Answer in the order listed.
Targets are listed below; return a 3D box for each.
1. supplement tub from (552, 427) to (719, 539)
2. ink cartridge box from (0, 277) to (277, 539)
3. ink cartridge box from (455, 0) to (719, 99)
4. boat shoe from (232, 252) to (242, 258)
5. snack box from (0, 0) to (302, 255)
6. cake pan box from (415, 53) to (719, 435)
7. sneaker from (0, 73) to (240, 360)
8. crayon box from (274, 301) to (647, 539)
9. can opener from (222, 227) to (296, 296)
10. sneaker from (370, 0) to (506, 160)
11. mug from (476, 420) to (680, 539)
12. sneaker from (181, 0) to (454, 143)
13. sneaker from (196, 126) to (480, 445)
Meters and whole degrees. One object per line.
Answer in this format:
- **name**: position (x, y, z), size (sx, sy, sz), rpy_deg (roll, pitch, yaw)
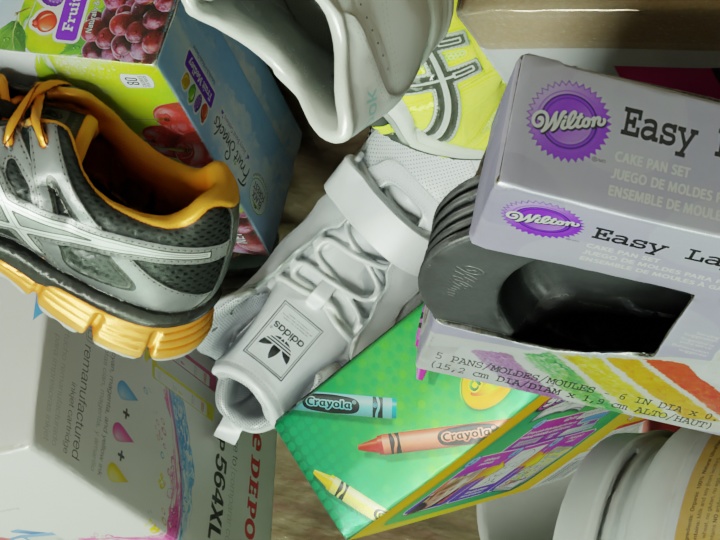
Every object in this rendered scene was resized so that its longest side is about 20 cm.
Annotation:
- **supplement tub**: position (0.186, 0.125, 1.122), size (0.200, 0.145, 0.145), rpy_deg (0, 154, 32)
- **ink cartridge box**: position (-0.125, 0.065, 1.255), size (0.125, 0.129, 0.200), rpy_deg (-13, 149, 28)
- **ink cartridge box**: position (0.146, -0.071, 1.037), size (0.164, 0.075, 0.200), rpy_deg (1, 156, 26)
- **boat shoe**: position (-0.139, -0.017, 1.309), size (0.202, 0.075, 0.075), rpy_deg (3, 134, 25)
- **snack box**: position (-0.142, -0.078, 1.201), size (0.200, 0.068, 0.169), rpy_deg (8, 157, 19)
- **cake pan box**: position (0.121, 0.003, 0.972), size (0.200, 0.052, 0.184), rpy_deg (14, 157, -4)
- **sneaker**: position (-0.135, -0.043, 1.116), size (0.200, 0.078, 0.077), rpy_deg (24, 127, -10)
- **crayon box**: position (0.069, 0.042, 1.195), size (0.119, 0.058, 0.200), rpy_deg (-39, 165, 26)
- **can opener**: position (-0.012, -0.002, 1.324), size (0.200, 0.053, 0.066), rpy_deg (-1, 153, 32)
- **sneaker**: position (0.022, -0.098, 1.047), size (0.076, 0.076, 0.200), rpy_deg (-8, 151, 44)
- **mug**: position (0.183, 0.108, 1.375), size (0.200, 0.134, 0.177), rpy_deg (22, 159, -26)
- **sneaker**: position (-0.050, -0.127, 0.934), size (0.075, 0.089, 0.200), rpy_deg (-32, 108, 38)
- **sneaker**: position (0.000, 0.000, 1.193), size (0.075, 0.115, 0.200), rpy_deg (42, 145, 7)
